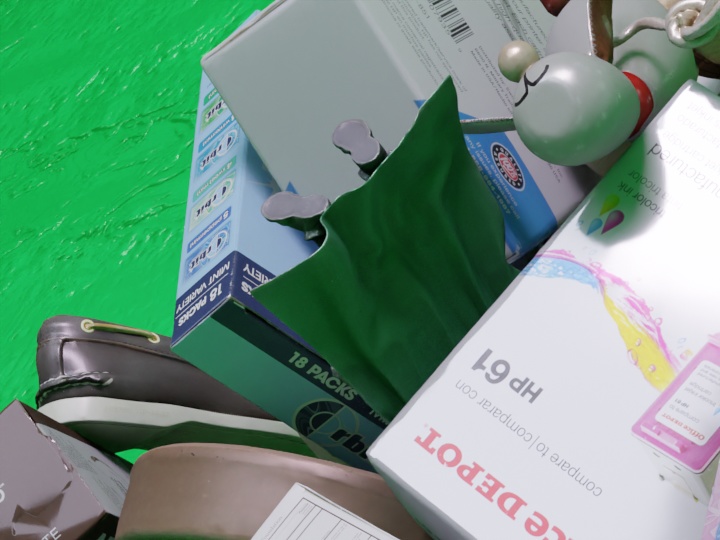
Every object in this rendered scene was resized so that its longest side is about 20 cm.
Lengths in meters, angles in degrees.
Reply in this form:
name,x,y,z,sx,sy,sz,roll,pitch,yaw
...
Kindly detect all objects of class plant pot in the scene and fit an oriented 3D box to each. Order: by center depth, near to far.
name,x,y,z,sx,sy,sz,roll,pitch,yaw
plant pot,-0.027,0.187,1.257,0.200,0.200,0.175,-7,61,54

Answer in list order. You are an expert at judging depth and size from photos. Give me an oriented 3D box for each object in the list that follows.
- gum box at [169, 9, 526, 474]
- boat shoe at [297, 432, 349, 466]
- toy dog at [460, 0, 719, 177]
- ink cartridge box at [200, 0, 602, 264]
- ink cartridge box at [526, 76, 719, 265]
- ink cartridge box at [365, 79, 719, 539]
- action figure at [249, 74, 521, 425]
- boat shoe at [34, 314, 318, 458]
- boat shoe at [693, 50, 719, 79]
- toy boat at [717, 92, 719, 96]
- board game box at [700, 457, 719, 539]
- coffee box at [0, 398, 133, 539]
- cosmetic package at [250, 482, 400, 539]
name,x,y,z,sx,sy,sz,roll,pitch,yaw
gum box,0.000,0.000,1.311,0.045,0.170,0.200,-40,29,29
boat shoe,-0.003,0.064,1.427,0.060,0.200,0.072,-45,68,-6
toy dog,0.089,-0.094,1.196,0.132,0.096,0.200,-49,-9,-3
ink cartridge box,0.038,-0.074,1.304,0.084,0.145,0.200,-34,0,29
ink cartridge box,0.133,-0.018,1.430,0.147,0.083,0.200,-14,39,49
ink cartridge box,0.123,0.051,1.128,0.144,0.085,0.200,37,83,30
action figure,0.031,0.029,1.183,0.118,0.200,0.055,-44,40,-16
boat shoe,-0.083,0.063,1.505,0.072,0.201,0.061,-22,67,38
boat shoe,0.205,-0.135,1.384,0.072,0.200,0.065,-49,53,49
toy boat,0.205,-0.033,1.296,0.200,0.131,0.131,-45,-4,-33
board game box,0.196,0.102,0.996,0.043,0.199,0.200,-24,31,37
coffee box,-0.143,0.149,1.447,0.114,0.200,0.080,-43,63,3
cosmetic package,0.033,0.165,1.130,0.051,0.200,0.083,-50,43,-13
